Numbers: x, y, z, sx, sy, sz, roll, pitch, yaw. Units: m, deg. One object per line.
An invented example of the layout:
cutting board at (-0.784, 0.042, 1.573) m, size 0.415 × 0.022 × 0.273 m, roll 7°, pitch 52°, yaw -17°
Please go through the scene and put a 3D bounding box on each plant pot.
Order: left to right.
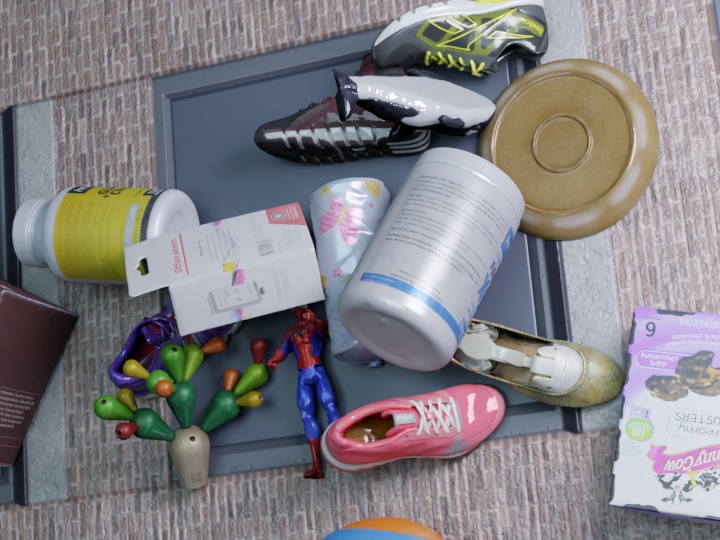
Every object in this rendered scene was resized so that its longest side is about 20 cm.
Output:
plant pot at (0.216, -0.133, 1.699) m, size 0.199 × 0.027 × 0.201 m, roll -5°, pitch 76°, yaw 20°

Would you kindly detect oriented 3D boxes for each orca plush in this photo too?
orca plush at (0.049, -0.158, 1.683) m, size 0.105 × 0.199 × 0.071 m, roll 46°, pitch 125°, yaw 31°

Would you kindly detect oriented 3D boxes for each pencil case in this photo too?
pencil case at (0.000, 0.000, 1.726) m, size 0.090 × 0.083 × 0.201 m, roll -12°, pitch 75°, yaw 6°

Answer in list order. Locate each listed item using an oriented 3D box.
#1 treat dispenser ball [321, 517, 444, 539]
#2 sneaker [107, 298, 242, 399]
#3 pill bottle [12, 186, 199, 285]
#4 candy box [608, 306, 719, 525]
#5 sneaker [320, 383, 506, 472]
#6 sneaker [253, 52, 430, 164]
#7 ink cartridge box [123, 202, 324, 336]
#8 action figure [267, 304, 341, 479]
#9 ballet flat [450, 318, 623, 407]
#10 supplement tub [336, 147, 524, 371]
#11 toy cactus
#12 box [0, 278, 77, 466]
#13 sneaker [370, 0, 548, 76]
treat dispenser ball at (0.023, 0.346, 1.578) m, size 0.200 × 0.201 × 0.202 m, roll -5°, pitch 77°, yaw 20°
sneaker at (-0.203, 0.065, 1.791) m, size 0.081 × 0.083 × 0.200 m, roll 42°, pitch 94°, yaw 23°
pill bottle at (-0.293, -0.040, 1.832) m, size 0.199 × 0.112 × 0.113 m, roll 3°, pitch 80°, yaw 21°
candy box at (0.343, 0.146, 1.566) m, size 0.167 × 0.072 × 0.201 m, roll 5°, pitch 80°, yaw 22°
sneaker at (0.057, 0.162, 1.648) m, size 0.199 × 0.087 × 0.074 m, roll -14°, pitch 74°, yaw -4°
sneaker at (-0.018, -0.185, 1.785) m, size 0.199 × 0.076 × 0.116 m, roll -1°, pitch 73°, yaw 11°
ink cartridge box at (-0.148, 0.002, 1.713) m, size 0.199 × 0.068 × 0.117 m, roll -13°, pitch 30°, yaw -4°
action figure at (-0.059, 0.116, 1.720) m, size 0.065 × 0.099 × 0.201 m, roll -16°, pitch 71°, yaw 16°
ballet flat at (0.170, 0.094, 1.648) m, size 0.199 × 0.071 × 0.071 m, roll 16°, pitch 85°, yaw 23°
supplement tub at (0.073, -0.011, 1.639) m, size 0.131 × 0.132 × 0.200 m, roll 18°, pitch 63°, yaw 24°
toy cactus at (-0.185, 0.159, 1.749) m, size 0.102 × 0.199 × 0.166 m, roll 19°, pitch 120°, yaw 54°
box at (-0.466, 0.100, 1.842) m, size 0.165 × 0.164 × 0.201 m, roll 23°, pitch 87°, yaw 25°
sneaker at (0.111, -0.246, 1.723) m, size 0.199 × 0.074 × 0.085 m, roll -16°, pitch 80°, yaw 2°
